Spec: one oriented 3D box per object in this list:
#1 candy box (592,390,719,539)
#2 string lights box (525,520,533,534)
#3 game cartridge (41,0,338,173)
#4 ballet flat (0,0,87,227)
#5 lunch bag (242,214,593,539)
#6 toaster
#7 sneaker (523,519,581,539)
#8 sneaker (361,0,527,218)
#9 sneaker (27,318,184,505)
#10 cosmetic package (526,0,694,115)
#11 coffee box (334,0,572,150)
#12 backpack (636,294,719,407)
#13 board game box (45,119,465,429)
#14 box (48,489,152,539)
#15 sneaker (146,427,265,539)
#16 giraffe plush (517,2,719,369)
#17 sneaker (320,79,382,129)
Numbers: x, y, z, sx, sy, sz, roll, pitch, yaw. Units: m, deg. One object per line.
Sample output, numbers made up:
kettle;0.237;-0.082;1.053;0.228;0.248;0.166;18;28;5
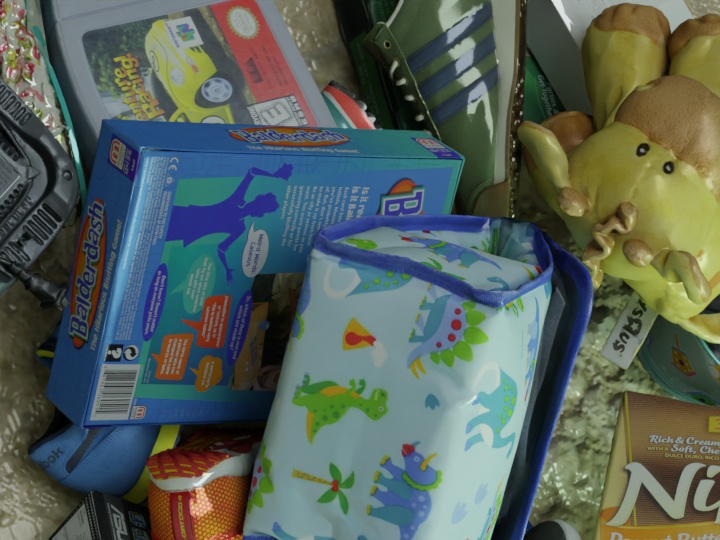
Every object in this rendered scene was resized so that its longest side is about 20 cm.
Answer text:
candy box;0.182;0.157;1.598;0.115;0.055;0.200;11;40;6
string lights box;0.056;0.182;1.629;0.103;0.059;0.200;-41;98;-28
game cartridge;-0.091;-0.091;1.587;0.133;0.041;0.200;-17;64;-21
ballet flat;-0.196;-0.113;1.566;0.064;0.076;0.201;-9;73;-18
lunch bag;0.038;0.064;1.490;0.127;0.200;0.171;19;101;15
toaster;-0.233;-0.048;1.492;0.200;0.129;0.114;44;64;-12
sneaker;0.045;0.175;1.537;0.099;0.071;0.200;42;46;-5
sneaker;0.046;-0.116;1.645;0.089;0.067;0.201;2;96;9
sneaker;-0.122;0.022;1.570;0.078;0.066;0.201;23;69;-19
cosmetic package;0.123;-0.170;1.697;0.082;0.051;0.200;-33;95;-30
coffee box;0.091;-0.128;1.726;0.199;0.044;0.123;-14;86;-29
backpack;0.257;0.017;1.716;0.199;0.153;0.176;24;75;-20
board game box;-0.053;0.002;1.512;0.199;0.045;0.153;1;112;-35
box;-0.068;0.217;1.490;0.160;0.044;0.200;22;34;-35
sneaker;-0.064;0.121;1.529;0.200;0.073;0.077;-15;103;-69
giraffe plush;0.154;-0.048;1.565;0.172;0.162;0.201;12;89;16
sneaker;0.000;0.000;1.646;0.093;0.070;0.200;-29;95;-6
